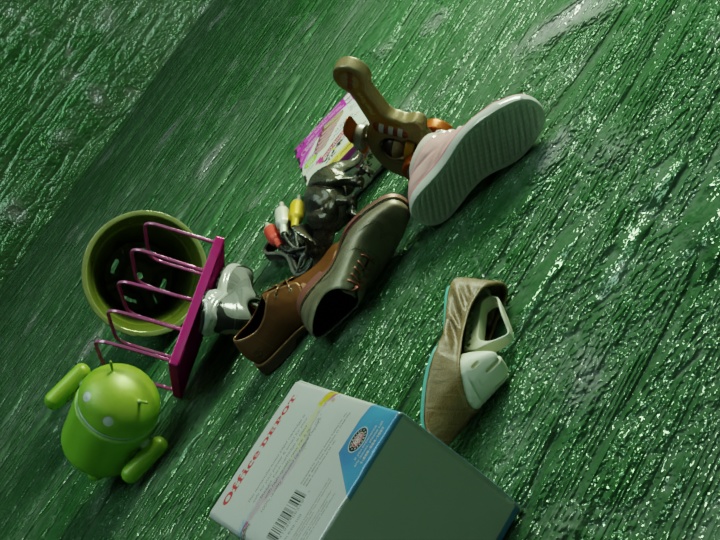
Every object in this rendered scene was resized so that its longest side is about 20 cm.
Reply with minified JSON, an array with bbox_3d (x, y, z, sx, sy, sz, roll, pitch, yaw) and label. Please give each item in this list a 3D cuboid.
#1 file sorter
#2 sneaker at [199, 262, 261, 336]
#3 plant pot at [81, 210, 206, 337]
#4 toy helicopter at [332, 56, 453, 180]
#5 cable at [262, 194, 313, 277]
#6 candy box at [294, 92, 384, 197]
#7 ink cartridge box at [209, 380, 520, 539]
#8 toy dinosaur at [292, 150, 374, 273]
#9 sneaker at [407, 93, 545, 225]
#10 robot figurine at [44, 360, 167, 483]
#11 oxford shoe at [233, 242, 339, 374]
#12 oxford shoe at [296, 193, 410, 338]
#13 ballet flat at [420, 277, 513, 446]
[{"bbox_3d":[-0.281,0.052,1.639,0.139,0.125,0.201,103,-176,-65],"label":"file sorter"},{"bbox_3d":[-0.173,0.047,1.639,0.200,0.079,0.074,-76,-5,-71],"label":"sneaker"},{"bbox_3d":[-0.363,0.008,1.925,0.200,0.200,0.190,-54,10,-10],"label":"plant pot"},{"bbox_3d":[0.021,-0.191,1.456,0.132,0.200,0.079,0,52,40],"label":"toy helicopter"},{"bbox_3d":[-0.107,-0.036,1.649,0.097,0.050,0.200,-42,24,13],"label":"cable"},{"bbox_3d":[-0.024,-0.177,1.700,0.136,0.061,0.200,-46,23,10],"label":"candy box"},{"bbox_3d":[-0.003,0.201,0.968,0.147,0.146,0.200,-56,23,-13],"label":"ink cartridge box"},{"bbox_3d":[-0.039,-0.100,1.540,0.102,0.077,0.201,-3,67,22],"label":"toy dinosaur"},{"bbox_3d":[0.127,-0.150,1.357,0.200,0.075,0.105,-44,28,26],"label":"sneaker"},{"bbox_3d":[-0.344,0.207,1.596,0.116,0.175,0.200,-36,-15,-45],"label":"robot figurine"},{"bbox_3d":[-0.084,0.035,1.476,0.200,0.071,0.071,-50,21,-3],"label":"oxford shoe"},{"bbox_3d":[0.000,0.000,1.385,0.200,0.070,0.075,-55,24,16],"label":"oxford shoe"},{"bbox_3d":[0.107,0.077,1.083,0.072,0.068,0.200,-13,35,26],"label":"ballet flat"}]
